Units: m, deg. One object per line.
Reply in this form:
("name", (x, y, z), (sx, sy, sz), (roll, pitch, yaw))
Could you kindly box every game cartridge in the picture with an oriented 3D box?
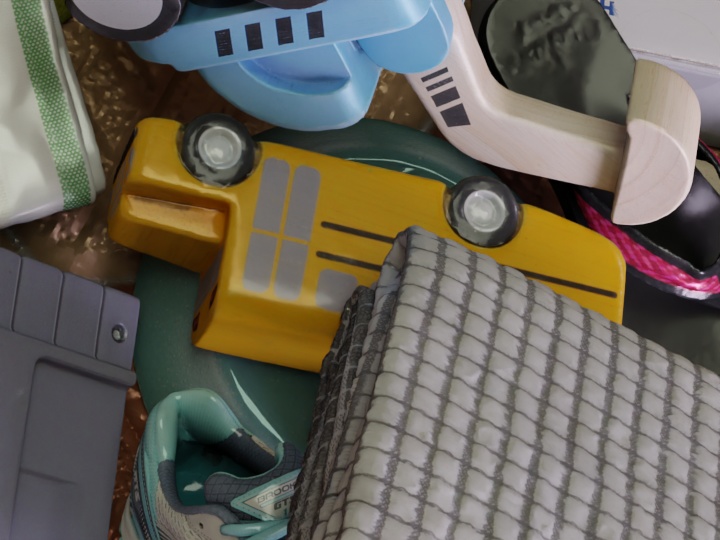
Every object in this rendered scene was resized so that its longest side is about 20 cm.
("game cartridge", (-0.147, 0.088, 0.730), (0.130, 0.038, 0.201), (25, 64, -47))

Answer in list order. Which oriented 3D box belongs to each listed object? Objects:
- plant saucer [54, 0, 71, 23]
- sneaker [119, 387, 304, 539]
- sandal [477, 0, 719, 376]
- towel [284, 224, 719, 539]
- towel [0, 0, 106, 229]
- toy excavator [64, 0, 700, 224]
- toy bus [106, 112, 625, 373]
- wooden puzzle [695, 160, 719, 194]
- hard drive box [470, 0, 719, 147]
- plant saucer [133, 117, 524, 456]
("plant saucer", (-0.195, -0.180, 0.833), (0.200, 0.048, 0.200), (46, 67, 2))
("sneaker", (-0.031, 0.114, 0.704), (0.077, 0.087, 0.200), (-18, 36, -30))
("sandal", (0.117, -0.032, 0.810), (0.075, 0.045, 0.200), (-36, 98, -18))
("towel", (0.057, 0.094, 0.665), (0.165, 0.086, 0.200), (29, 36, -11))
("towel", (-0.204, -0.074, 0.742), (0.200, 0.031, 0.150), (-17, 91, -28))
("toy excavator", (0.013, -0.092, 0.745), (0.194, 0.200, 0.100), (-7, 47, 24))
("toy bus", (0.000, 0.000, 0.780), (0.200, 0.065, 0.078), (12, 71, -12))
("wooden puzzle", (0.197, 0.048, 0.866), (0.185, 0.046, 0.200), (14, 69, -10))
("hard drive box", (0.136, -0.168, 0.905), (0.155, 0.077, 0.200), (10, 69, -12))
("plant saucer", (0.006, 0.023, 0.828), (0.199, 0.036, 0.201), (4, 71, -13))
